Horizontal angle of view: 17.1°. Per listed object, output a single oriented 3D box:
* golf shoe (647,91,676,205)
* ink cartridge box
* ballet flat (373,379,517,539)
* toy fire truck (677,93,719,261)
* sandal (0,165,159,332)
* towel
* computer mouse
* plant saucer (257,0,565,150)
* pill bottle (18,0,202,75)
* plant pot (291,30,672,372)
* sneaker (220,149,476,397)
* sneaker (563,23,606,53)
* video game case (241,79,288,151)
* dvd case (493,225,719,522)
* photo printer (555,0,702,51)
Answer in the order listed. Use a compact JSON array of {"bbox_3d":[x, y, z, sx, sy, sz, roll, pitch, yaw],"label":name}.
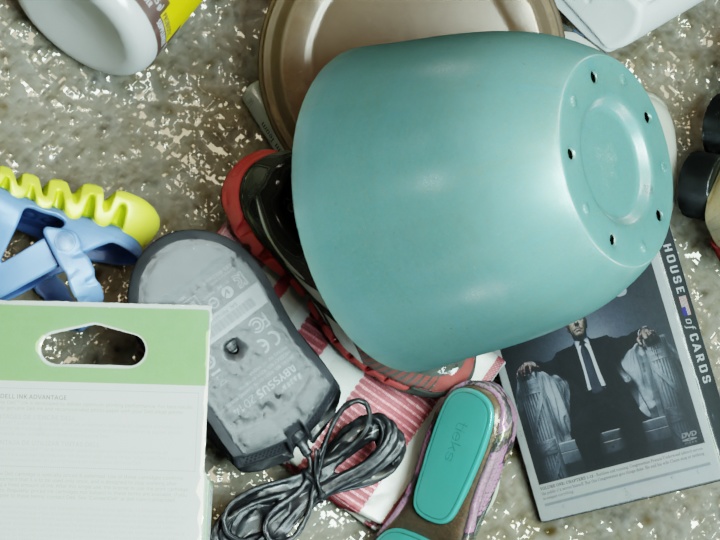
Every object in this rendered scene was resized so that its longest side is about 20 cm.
[{"bbox_3d":[0.184,-0.028,1.571,0.078,0.097,0.200,18,76,-23],"label":"golf shoe"},{"bbox_3d":[-0.160,0.121,1.419,0.145,0.048,0.200,1,74,2],"label":"ink cartridge box"},{"bbox_3d":[0.050,0.164,1.487,0.069,0.071,0.200,24,88,34],"label":"ballet flat"},{"bbox_3d":[0.325,-0.052,1.646,0.129,0.200,0.176,9,60,31],"label":"toy fire truck"},{"bbox_3d":[-0.223,-0.017,1.456,0.200,0.079,0.087,11,73,-14],"label":"sandal"},{"bbox_3d":[-0.025,0.053,1.518,0.200,0.023,0.144,38,74,-5],"label":"towel"},{"bbox_3d":[-0.076,0.066,1.468,0.138,0.053,0.200,-32,98,-11],"label":"computer mouse"},{"bbox_3d":[0.034,-0.133,1.531,0.200,0.029,0.200,0,95,-2],"label":"plant saucer"},{"bbox_3d":[-0.127,-0.229,1.537,0.109,0.109,0.200,37,66,-4],"label":"pill bottle"},{"bbox_3d":[0.084,-0.049,1.397,0.201,0.161,0.201,17,68,-50],"label":"plant pot"},{"bbox_3d":[0.000,0.000,1.472,0.200,0.098,0.071,46,71,-4],"label":"sneaker"},{"bbox_3d":[0.074,-0.146,1.571,0.200,0.076,0.077,27,61,-9],"label":"sneaker"},{"bbox_3d":[0.048,-0.086,1.599,0.200,0.024,0.182,-30,85,-25],"label":"video game case"},{"bbox_3d":[0.149,0.048,1.512,0.025,0.150,0.200,-12,84,-48],"label":"dvd case"},{"bbox_3d":[0.187,-0.251,1.647,0.166,0.069,0.200,48,47,10],"label":"photo printer"}]
